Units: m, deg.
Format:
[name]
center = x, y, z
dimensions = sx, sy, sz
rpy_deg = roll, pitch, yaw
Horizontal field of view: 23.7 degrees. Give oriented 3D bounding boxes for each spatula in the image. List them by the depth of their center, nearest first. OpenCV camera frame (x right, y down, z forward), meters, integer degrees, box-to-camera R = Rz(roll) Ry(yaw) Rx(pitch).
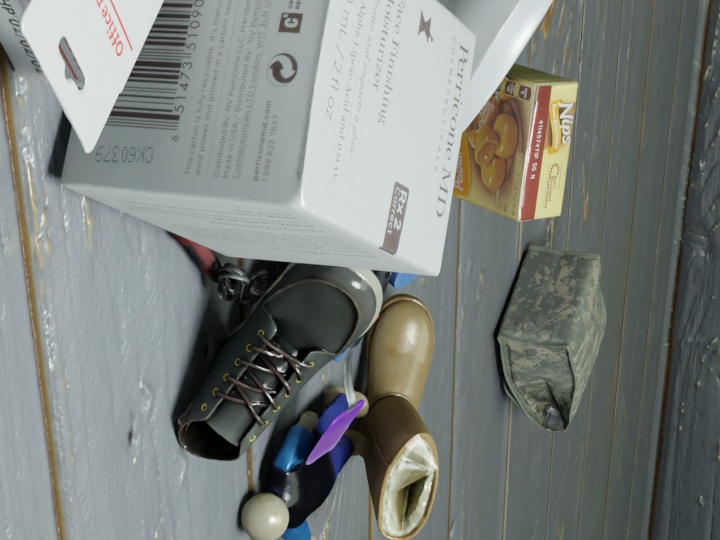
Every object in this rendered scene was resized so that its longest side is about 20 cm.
[spatula]
center = -0.006, 0.075, 1.380
dimensions = 0.056, 0.020, 0.201
rpy_deg = -30, 140, -54

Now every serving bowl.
[serving bowl]
center = 0.091, -0.193, 1.271
dimensions = 0.201, 0.066, 0.200
rpy_deg = -55, 174, -9

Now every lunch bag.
[lunch bag]
center = 0.253, 0.093, 2.237
dimensions = 0.201, 0.117, 0.165
rpy_deg = 73, 32, -47

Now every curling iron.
[curling iron]
center = -0.109, -0.032, 1.155
dimensions = 0.200, 0.049, 0.026
rpy_deg = 61, 41, -55

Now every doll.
[doll]
center = -0.046, 0.177, 1.472
dimensions = 0.200, 0.048, 0.138
rpy_deg = -43, 140, -62

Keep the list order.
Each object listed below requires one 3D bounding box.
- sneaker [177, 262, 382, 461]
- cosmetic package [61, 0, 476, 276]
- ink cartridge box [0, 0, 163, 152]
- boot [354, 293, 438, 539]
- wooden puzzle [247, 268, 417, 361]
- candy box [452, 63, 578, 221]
[sneaker]
center = -0.056, 0.067, 1.210
dimensions = 0.200, 0.075, 0.107
rpy_deg = -45, -168, 52
[cosmetic package]
center = -0.048, -0.100, 1.043
dimensions = 0.200, 0.164, 0.166
rpy_deg = 22, 76, -62
[ink cartridge box]
center = -0.148, -0.177, 0.902
dimensions = 0.115, 0.067, 0.201
rpy_deg = 71, 34, -57
[boot]
center = 0.042, 0.128, 1.556
dimensions = 0.200, 0.065, 0.177
rpy_deg = -114, -149, -76
[wooden puzzle]
center = 0.000, 0.000, 1.384
dimensions = 0.200, 0.046, 0.185
rpy_deg = -52, 162, -5
[candy box]
center = 0.092, -0.125, 1.469
dimensions = 0.055, 0.199, 0.117
rpy_deg = -8, 112, -40
